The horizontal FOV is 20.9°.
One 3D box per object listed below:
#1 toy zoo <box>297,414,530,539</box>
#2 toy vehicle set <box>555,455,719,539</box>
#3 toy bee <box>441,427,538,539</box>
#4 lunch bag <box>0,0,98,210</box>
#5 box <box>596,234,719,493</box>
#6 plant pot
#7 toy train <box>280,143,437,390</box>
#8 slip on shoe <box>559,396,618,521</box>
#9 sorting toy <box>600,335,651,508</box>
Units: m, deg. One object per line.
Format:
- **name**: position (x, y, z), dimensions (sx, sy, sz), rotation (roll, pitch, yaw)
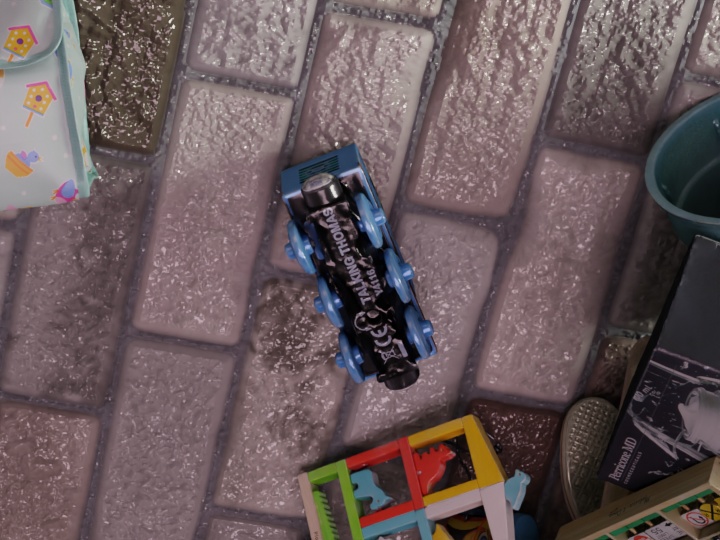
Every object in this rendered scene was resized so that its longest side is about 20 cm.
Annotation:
- **toy zoo**: position (0.051, 0.205, 1.656), dimensions (0.200, 0.131, 0.020), rotation (-21, 158, 17)
- **toy vehicle set**: position (0.260, 0.220, 1.549), dimensions (0.124, 0.027, 0.200), rotation (35, 143, -15)
- **toy bee**: position (0.097, 0.248, 1.701), dimensions (0.131, 0.109, 0.200), rotation (-22, 113, 47)
- **lunch bag**: position (-0.294, -0.148, 1.478), dimensions (0.170, 0.122, 0.200), rotation (-6, 107, -1)
- **box**: position (0.310, 0.103, 1.502), dimensions (0.197, 0.124, 0.200), rotation (22, 144, 8)
- **plant pot**: position (0.352, -0.023, 1.569), dimensions (0.200, 0.200, 0.196), rotation (-22, 123, 4)
- **toy train**: position (0.000, 0.000, 1.576), dimensions (0.087, 0.114, 0.200), rotation (-21, 114, 7)
- **slip on shoe**: position (0.214, 0.207, 1.723), dimensions (0.074, 0.061, 0.200), rotation (-16, 102, -10)
- **sorting toy**: position (0.298, 0.167, 1.657), dimensions (0.185, 0.036, 0.200), rotation (12, 92, -20)
